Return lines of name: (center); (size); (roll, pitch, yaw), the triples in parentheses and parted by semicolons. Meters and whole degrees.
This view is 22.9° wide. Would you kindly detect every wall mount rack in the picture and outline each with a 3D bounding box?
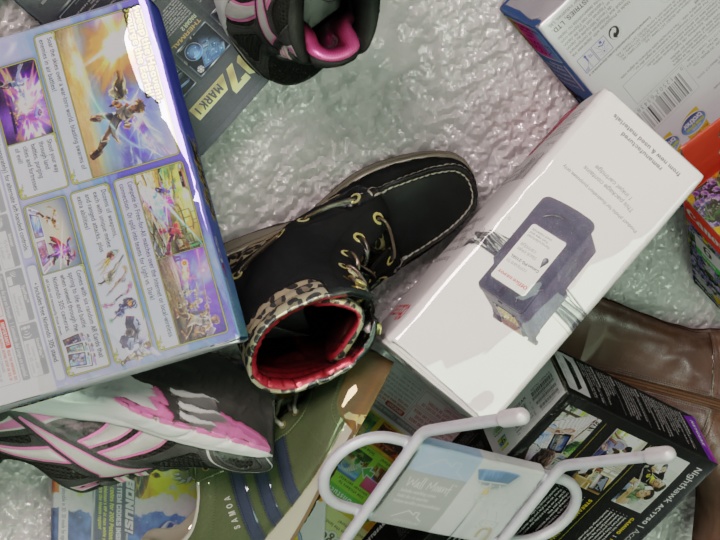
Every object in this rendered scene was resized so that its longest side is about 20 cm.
wall mount rack: (0.082, 0.134, 1.065); (0.199, 0.075, 0.174); (16, 122, -34)

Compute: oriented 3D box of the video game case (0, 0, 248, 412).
video game case: (-0.175, -0.032, 1.003); (0.180, 0.045, 0.201); (-16, 87, 5)

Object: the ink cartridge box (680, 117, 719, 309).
ink cartridge box: (0.268, -0.048, 1.159); (0.109, 0.050, 0.200); (-36, 153, -4)

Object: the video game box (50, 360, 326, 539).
video game box: (-0.112, 0.157, 1.171); (0.181, 0.047, 0.202); (1, 108, -8)

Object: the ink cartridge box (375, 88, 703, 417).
ink cartridge box: (0.104, -0.005, 1.108); (0.084, 0.145, 0.200); (42, 87, -1)

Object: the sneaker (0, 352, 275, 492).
sneaker: (-0.145, 0.094, 1.071); (0.199, 0.080, 0.087); (13, 122, 8)

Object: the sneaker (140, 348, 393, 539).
sneaker: (-0.065, 0.120, 1.099); (0.090, 0.067, 0.201); (31, 104, 1)

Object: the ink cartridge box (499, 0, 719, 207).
ink cartridge box: (0.207, -0.139, 1.157); (0.136, 0.076, 0.200); (-43, 113, 3)

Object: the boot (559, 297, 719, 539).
boot: (0.192, 0.115, 1.245); (0.199, 0.064, 0.188); (11, 92, -23)

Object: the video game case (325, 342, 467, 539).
video game case: (0.048, 0.150, 1.241); (0.200, 0.023, 0.182); (38, 95, -24)

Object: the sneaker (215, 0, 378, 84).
sneaker: (-0.031, -0.142, 0.969); (0.080, 0.200, 0.087); (-15, 73, -9)

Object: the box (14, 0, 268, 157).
box: (-0.090, -0.192, 1.062); (0.158, 0.051, 0.200); (40, 95, -30)

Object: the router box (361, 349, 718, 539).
router box: (0.117, 0.156, 1.185); (0.149, 0.051, 0.200); (26, 116, -32)

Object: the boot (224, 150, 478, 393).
boot: (0.000, 0.002, 1.104); (0.202, 0.154, 0.074); (-25, 112, -7)
